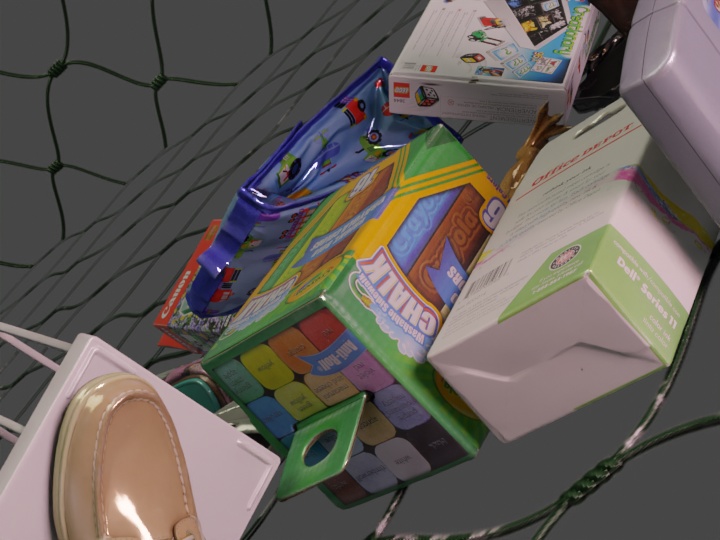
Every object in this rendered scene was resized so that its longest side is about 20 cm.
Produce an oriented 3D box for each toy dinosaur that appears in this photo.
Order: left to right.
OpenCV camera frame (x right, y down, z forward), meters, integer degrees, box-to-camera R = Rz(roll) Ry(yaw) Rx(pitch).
[{"bbox_3d":[0.104,-0.049,1.085,0.106,0.060,0.200,-51,15,-26],"label":"toy dinosaur"}]

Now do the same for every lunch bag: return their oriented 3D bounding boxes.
[{"bbox_3d":[-0.043,-0.043,1.251,0.200,0.094,0.151,-36,-11,-38],"label":"lunch bag"}]

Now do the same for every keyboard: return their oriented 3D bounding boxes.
[{"bbox_3d":[0.225,-0.185,1.250,0.200,0.021,0.127,-44,15,-11],"label":"keyboard"}]

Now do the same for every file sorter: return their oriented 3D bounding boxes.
[{"bbox_3d":[-0.167,0.142,0.873,0.124,0.139,0.200,13,70,49],"label":"file sorter"}]

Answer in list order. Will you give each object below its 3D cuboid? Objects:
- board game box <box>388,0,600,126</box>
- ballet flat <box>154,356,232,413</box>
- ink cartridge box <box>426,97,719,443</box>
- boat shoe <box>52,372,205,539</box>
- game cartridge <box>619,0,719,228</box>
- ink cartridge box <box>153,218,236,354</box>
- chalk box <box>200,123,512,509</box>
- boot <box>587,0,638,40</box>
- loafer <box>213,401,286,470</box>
[{"bbox_3d":[0.104,-0.167,1.266,0.126,0.035,0.200,7,32,13],"label":"board game box"},{"bbox_3d":[-0.145,0.104,1.332,0.200,0.069,0.071,-23,5,45],"label":"ballet flat"},{"bbox_3d":[0.125,-0.013,0.898,0.117,0.067,0.200,-31,18,41],"label":"ink cartridge box"},{"bbox_3d":[-0.096,0.148,0.806,0.072,0.200,0.065,-9,8,-38],"label":"boat shoe"},{"bbox_3d":[0.198,-0.111,0.852,0.041,0.133,0.200,-19,26,42],"label":"game cartridge"},{"bbox_3d":[-0.116,0.013,1.420,0.200,0.050,0.109,2,60,57],"label":"ink cartridge box"},{"bbox_3d":[0.007,0.041,0.945,0.125,0.124,0.200,-29,19,45],"label":"chalk box"},{"bbox_3d":[0.201,-0.200,0.970,0.186,0.200,0.064,-40,14,11],"label":"boot"},{"bbox_3d":[-0.128,0.151,1.107,0.200,0.070,0.070,-40,5,8],"label":"loafer"}]
